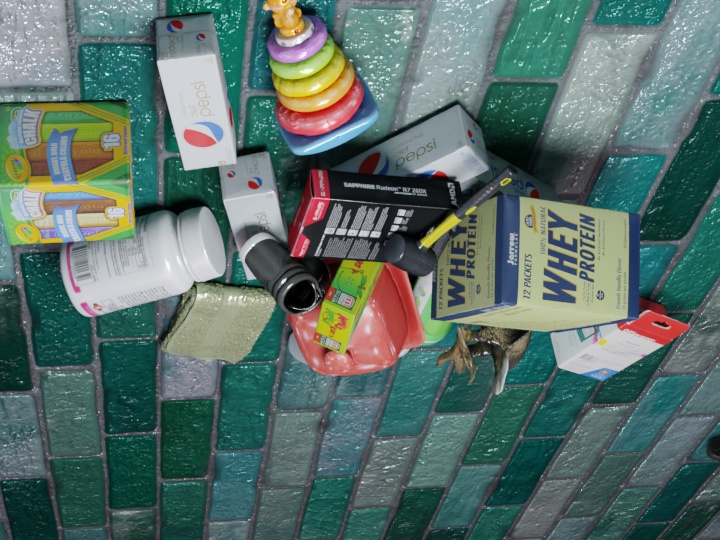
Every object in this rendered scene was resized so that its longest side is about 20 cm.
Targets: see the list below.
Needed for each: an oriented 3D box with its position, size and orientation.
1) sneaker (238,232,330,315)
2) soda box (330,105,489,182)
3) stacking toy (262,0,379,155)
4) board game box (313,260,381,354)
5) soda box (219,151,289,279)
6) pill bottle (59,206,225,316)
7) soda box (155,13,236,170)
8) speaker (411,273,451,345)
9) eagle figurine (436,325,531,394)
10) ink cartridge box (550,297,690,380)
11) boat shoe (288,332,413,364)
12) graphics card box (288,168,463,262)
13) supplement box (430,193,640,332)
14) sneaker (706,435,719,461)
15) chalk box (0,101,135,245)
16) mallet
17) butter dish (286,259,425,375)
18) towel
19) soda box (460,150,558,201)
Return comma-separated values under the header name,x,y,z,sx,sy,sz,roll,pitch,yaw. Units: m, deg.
name,x,y,z,sx,sy,sz,roll,pitch,yaw
sneaker,-0.078,0.020,1.674,0.071,0.099,0.200,-44,154,10
soda box,0.060,-0.129,1.633,0.198,0.069,0.064,-24,144,24
stacking toy,-0.065,-0.241,1.431,0.115,0.110,0.201,-25,136,-1
board game box,0.000,0.000,1.712,0.047,0.201,0.102,22,146,5
soda box,-0.135,-0.068,1.681,0.067,0.064,0.201,-10,149,-1
pill bottle,-0.288,-0.015,1.707,0.198,0.115,0.114,-14,148,10
soda box,-0.188,-0.203,1.482,0.067,0.064,0.201,-7,148,-2
speaker,0.117,0.029,1.893,0.087,0.089,0.201,2,146,-14
eagle figurine,0.220,0.078,1.910,0.198,0.151,0.153,-22,110,-23
ink cartridge box,0.421,0.098,2.082,0.115,0.068,0.200,18,140,-35
boat shoe,-0.012,0.115,2.013,0.197,0.075,0.068,-9,168,12
graphics card box,0.018,-0.064,1.598,0.197,0.051,0.126,4,144,-15
supplement box,0.219,-0.003,1.634,0.197,0.136,0.200,7,170,-22
sneaker,0.792,0.375,2.604,0.197,0.061,0.105,-8,143,-6
chalk box,-0.371,-0.115,1.522,0.197,0.126,0.124,-3,148,-10
mallet,0.106,-0.065,1.546,0.065,0.041,0.200,15,134,-35
butter dish,-0.022,0.086,1.846,0.197,0.149,0.201,-7,128,15
towel,-0.215,0.082,1.948,0.147,0.037,0.200,6,145,-22
soda box,0.185,-0.102,1.721,0.068,0.064,0.199,-32,141,34
